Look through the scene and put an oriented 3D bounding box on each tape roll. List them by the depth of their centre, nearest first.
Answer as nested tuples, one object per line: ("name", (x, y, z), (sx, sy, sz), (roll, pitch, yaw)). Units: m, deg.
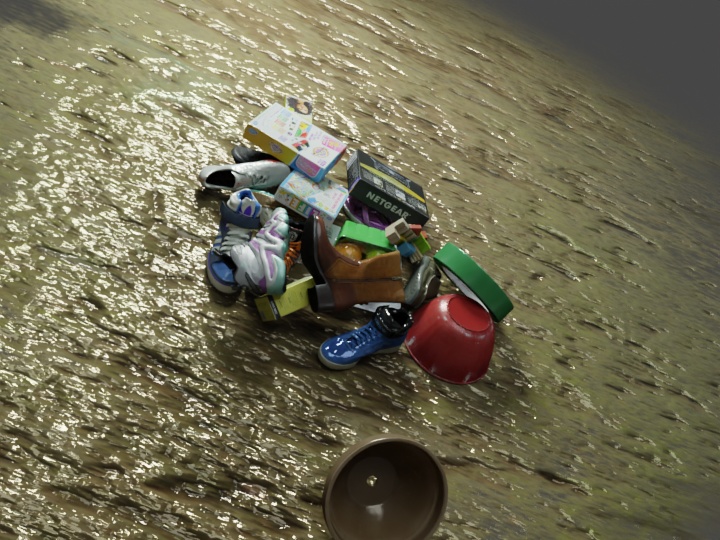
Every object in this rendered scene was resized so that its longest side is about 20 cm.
("tape roll", (0.241, 0.026, 1.652), (0.200, 0.048, 0.200), (45, -1, 1))

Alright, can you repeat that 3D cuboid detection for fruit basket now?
("fruit basket", (0.000, 0.000, 1.634), (0.185, 0.094, 0.200), (14, 57, -15))

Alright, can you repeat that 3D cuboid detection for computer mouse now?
("computer mouse", (-0.202, -0.220, 1.772), (0.200, 0.046, 0.140), (1, 41, -44))

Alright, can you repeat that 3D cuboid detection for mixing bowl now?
("mixing bowl", (0.200, 0.122, 1.581), (0.200, 0.108, 0.200), (16, 41, -15))

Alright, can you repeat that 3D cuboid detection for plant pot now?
("plant pot", (0.031, 0.350, 1.226), (0.201, 0.201, 0.093), (13, 1, -16))

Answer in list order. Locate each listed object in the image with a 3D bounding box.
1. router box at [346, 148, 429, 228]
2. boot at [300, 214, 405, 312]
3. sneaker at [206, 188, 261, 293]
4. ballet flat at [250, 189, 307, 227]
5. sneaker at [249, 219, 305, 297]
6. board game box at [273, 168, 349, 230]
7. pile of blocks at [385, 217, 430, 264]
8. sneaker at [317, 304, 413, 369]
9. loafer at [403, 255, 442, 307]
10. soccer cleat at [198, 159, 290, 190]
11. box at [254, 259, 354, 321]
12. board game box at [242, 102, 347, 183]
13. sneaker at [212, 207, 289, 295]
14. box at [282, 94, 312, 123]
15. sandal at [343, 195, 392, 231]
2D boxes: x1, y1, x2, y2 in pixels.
("router box", (0.063, -0.190, 1.827), (0.200, 0.052, 0.157), (28, 28, -20))
("boot", (-0.007, -0.020, 1.466), (0.200, 0.068, 0.188), (-8, 83, -27))
("sneaker", (-0.244, -0.071, 1.508), (0.081, 0.147, 0.200), (15, 41, -15))
("ballet flat", (-0.169, -0.113, 1.670), (0.200, 0.068, 0.072), (20, 60, -14))
("sneaker", (-0.162, -0.036, 1.543), (0.078, 0.112, 0.200), (26, 40, -1))
("board game box", (-0.102, -0.165, 1.679), (0.134, 0.034, 0.200), (30, 23, -3))
("pile of blocks", (0.118, -0.066, 1.690), (0.082, 0.062, 0.200), (62, 16, 14))
("sneaker", (0.015, 0.121, 1.476), (0.200, 0.111, 0.077), (-8, 52, -34))
("loafer", (0.142, 0.028, 1.654), (0.070, 0.075, 0.200), (35, 26, -2))
("soccer cleat", (-0.250, -0.202, 1.670), (0.200, 0.069, 0.085), (-3, 18, -11))
("box", (-0.100, 0.038, 1.490), (0.200, 0.075, 0.050), (-24, 95, -28))
("board game box", (-0.146, -0.293, 1.746), (0.200, 0.040, 0.153), (32, 36, 2))
("sneaker", (-0.205, -0.043, 1.445), (0.140, 0.078, 0.200), (1, 47, -2))
("box", (-0.161, -0.366, 1.915), (0.075, 0.050, 0.200), (14, 37, -15))
("sandal", (0.037, -0.117, 1.786), (0.082, 0.050, 0.203), (-18, 58, -41))
